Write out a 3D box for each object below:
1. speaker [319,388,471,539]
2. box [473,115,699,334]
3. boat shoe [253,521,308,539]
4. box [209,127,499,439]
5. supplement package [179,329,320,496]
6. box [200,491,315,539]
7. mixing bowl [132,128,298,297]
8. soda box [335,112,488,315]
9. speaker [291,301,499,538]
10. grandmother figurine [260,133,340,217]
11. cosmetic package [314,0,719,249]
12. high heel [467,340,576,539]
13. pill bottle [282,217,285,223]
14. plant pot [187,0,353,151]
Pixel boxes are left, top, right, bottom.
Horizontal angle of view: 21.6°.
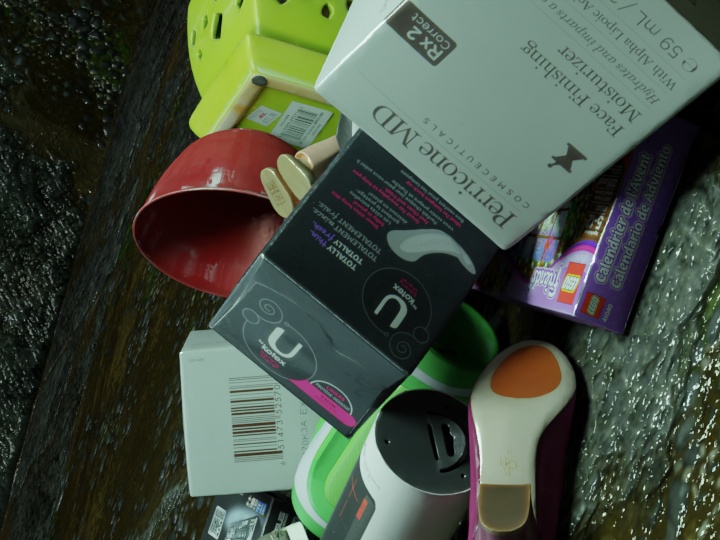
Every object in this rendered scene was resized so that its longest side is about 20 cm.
[{"bbox_3d":[0.022,0.165,1.245,0.201,0.080,0.082,113,168,-49],"label":"speaker"},{"bbox_3d":[0.142,-0.038,1.232,0.200,0.039,0.138,-165,95,-75],"label":"box"},{"bbox_3d":[-0.069,0.240,1.467,0.202,0.060,0.073,108,140,-73],"label":"boat shoe"},{"bbox_3d":[0.013,-0.013,1.231,0.200,0.122,0.106,-52,2,-37],"label":"box"},{"bbox_3d":[-0.084,0.110,1.541,0.200,0.116,0.118,-138,43,-86],"label":"supplement package"},{"bbox_3d":[-0.104,0.269,1.659,0.200,0.049,0.159,-176,106,-74],"label":"box"},{"bbox_3d":[-0.114,-0.066,1.836,0.200,0.199,0.109,133,152,-53],"label":"mixing bowl"},{"bbox_3d":[0.040,-0.056,1.406,0.071,0.063,0.201,104,153,-47],"label":"soda box"},{"bbox_3d":[0.023,0.111,1.362,0.089,0.088,0.201,-89,24,-51],"label":"speaker"},{"bbox_3d":[0.011,-0.108,1.558,0.199,0.061,0.121,-31,8,-29],"label":"grandmother figurine"},{"bbox_3d":[0.107,-0.158,1.148,0.200,0.165,0.166,-41,17,36],"label":"cosmetic package"},{"bbox_3d":[0.096,0.130,1.162,0.201,0.067,0.097,-66,-24,-52],"label":"high heel"},{"bbox_3d":[0.000,0.000,1.534,0.200,0.111,0.113,-126,58,-72],"label":"pill bottle"},{"bbox_3d":[-0.058,-0.215,1.870,0.200,0.197,0.183,134,146,-53],"label":"plant pot"}]
